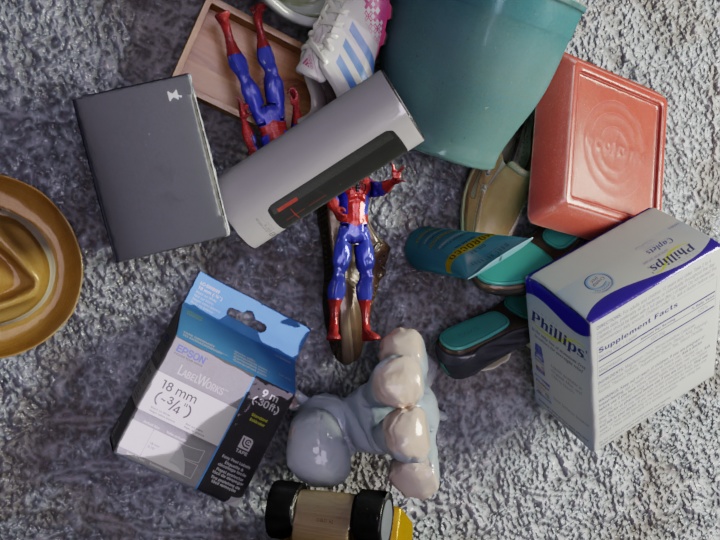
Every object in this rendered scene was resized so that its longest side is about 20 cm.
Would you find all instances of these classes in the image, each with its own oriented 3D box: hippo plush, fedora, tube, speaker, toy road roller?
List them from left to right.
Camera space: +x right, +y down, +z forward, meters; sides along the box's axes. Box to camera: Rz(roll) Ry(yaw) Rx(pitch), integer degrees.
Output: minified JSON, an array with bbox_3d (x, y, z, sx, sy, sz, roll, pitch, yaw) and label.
[{"bbox_3d":[-0.368,-0.002,0.954,0.200,0.082,0.202,-2,95,-16],"label":"fedora"},{"bbox_3d":[-0.042,-0.105,0.954,0.200,0.081,0.081,-32,103,8],"label":"speaker"},{"bbox_3d":[-0.026,0.299,1.000,0.122,0.200,0.147,3,69,14],"label":"toy road roller"},{"bbox_3d":[-0.003,0.144,1.040,0.160,0.200,0.160,-8,110,11],"label":"hippo plush"},{"bbox_3d":[0.103,-0.017,1.028,0.077,0.200,0.050,-36,104,-12],"label":"tube"}]

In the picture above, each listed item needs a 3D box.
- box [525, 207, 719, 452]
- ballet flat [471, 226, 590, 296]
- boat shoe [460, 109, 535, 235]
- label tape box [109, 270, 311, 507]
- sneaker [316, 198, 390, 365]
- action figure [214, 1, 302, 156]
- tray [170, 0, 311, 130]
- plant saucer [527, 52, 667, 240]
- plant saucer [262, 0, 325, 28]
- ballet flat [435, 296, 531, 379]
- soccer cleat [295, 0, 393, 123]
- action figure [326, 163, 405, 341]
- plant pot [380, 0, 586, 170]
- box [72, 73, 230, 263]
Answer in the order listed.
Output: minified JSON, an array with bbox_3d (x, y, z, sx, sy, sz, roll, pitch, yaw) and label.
[{"bbox_3d":[0.288,0.064,1.090,0.183,0.105,0.201,-27,131,-19],"label":"box"},{"bbox_3d":[0.202,-0.011,1.112,0.200,0.068,0.069,-30,145,-26],"label":"ballet flat"},{"bbox_3d":[0.163,-0.107,1.103,0.071,0.076,0.201,12,92,-18],"label":"boat shoe"},{"bbox_3d":[-0.150,0.123,1.037,0.144,0.063,0.201,28,87,-17],"label":"label tape box"},{"bbox_3d":[0.000,0.000,1.068,0.075,0.070,0.201,-6,96,-16],"label":"sneaker"},{"bbox_3d":[-0.095,-0.165,1.005,0.065,0.052,0.201,-18,101,-19],"label":"action figure"},{"bbox_3d":[-0.090,-0.195,1.045,0.199,0.037,0.099,24,87,-17],"label":"tray"},{"bbox_3d":[0.275,-0.133,1.106,0.199,0.037,0.201,12,78,-34],"label":"plant saucer"},{"bbox_3d":[-0.067,-0.344,1.010,0.200,0.050,0.201,1,89,-44],"label":"plant saucer"},{"bbox_3d":[0.173,0.068,1.131,0.199,0.073,0.073,-25,101,-19],"label":"ballet flat"},{"bbox_3d":[-0.020,-0.228,0.980,0.086,0.070,0.201,-5,106,-35],"label":"soccer cleat"},{"bbox_3d":[0.000,-0.033,0.990,0.065,0.099,0.201,1,82,-16],"label":"action figure"},{"bbox_3d":[0.106,-0.212,1.029,0.199,0.200,0.189,14,106,-17],"label":"plant pot"},{"bbox_3d":[-0.199,-0.096,0.934,0.104,0.200,0.149,-15,98,-12],"label":"box"}]
